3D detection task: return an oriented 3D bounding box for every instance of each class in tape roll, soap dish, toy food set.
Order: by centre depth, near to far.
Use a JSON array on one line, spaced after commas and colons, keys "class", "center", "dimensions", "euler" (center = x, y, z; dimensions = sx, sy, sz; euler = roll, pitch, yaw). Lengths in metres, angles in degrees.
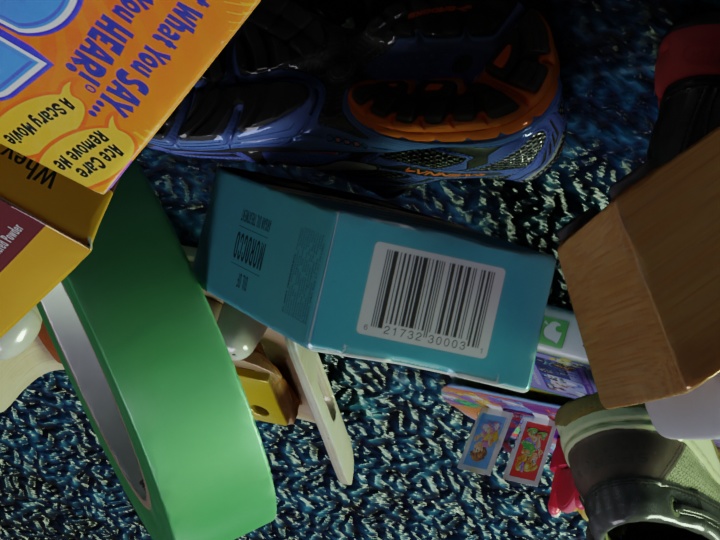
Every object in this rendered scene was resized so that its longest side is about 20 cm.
[{"class": "soap dish", "center": [0.139, -0.019, 0.862], "dimensions": [0.081, 0.157, 0.200], "euler": [55, 176, 3]}, {"class": "tape roll", "center": [-0.098, 0.023, 1.170], "dimensions": [0.200, 0.048, 0.201], "euler": [156, 90, -80]}, {"class": "toy food set", "center": [-0.106, 0.045, 1.342], "dimensions": [0.200, 0.060, 0.144], "euler": [11, 151, 20]}]

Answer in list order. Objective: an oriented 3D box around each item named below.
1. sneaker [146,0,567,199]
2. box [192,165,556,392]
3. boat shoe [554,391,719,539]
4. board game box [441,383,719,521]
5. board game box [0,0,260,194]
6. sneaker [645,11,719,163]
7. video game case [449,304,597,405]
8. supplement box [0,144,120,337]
[{"class": "sneaker", "center": [-0.010, -0.060, 1.077], "dimensions": [0.200, 0.075, 0.078], "euler": [7, 153, 29]}, {"class": "box", "center": [0.000, 0.000, 1.026], "dimensions": [0.082, 0.049, 0.200], "euler": [12, -177, -16]}, {"class": "boat shoe", "center": [0.133, 0.115, 1.138], "dimensions": [0.072, 0.066, 0.201], "euler": [-11, 147, 24]}, {"class": "board game box", "center": [0.127, 0.099, 1.230], "dimensions": [0.200, 0.039, 0.158], "euler": [10, 168, 37]}, {"class": "board game box", "center": [-0.095, -0.180, 0.779], "dimensions": [0.200, 0.200, 0.200], "euler": [27, 153, -11]}, {"class": "sneaker", "center": [0.149, -0.004, 1.034], "dimensions": [0.071, 0.098, 0.200], "euler": [4, 149, 27]}, {"class": "video game case", "center": [0.122, 0.054, 1.178], "dimensions": [0.182, 0.022, 0.200], "euler": [15, 170, 12]}, {"class": "supplement box", "center": [-0.159, -0.113, 0.945], "dimensions": [0.197, 0.200, 0.133], "euler": [29, 152, -14]}]
